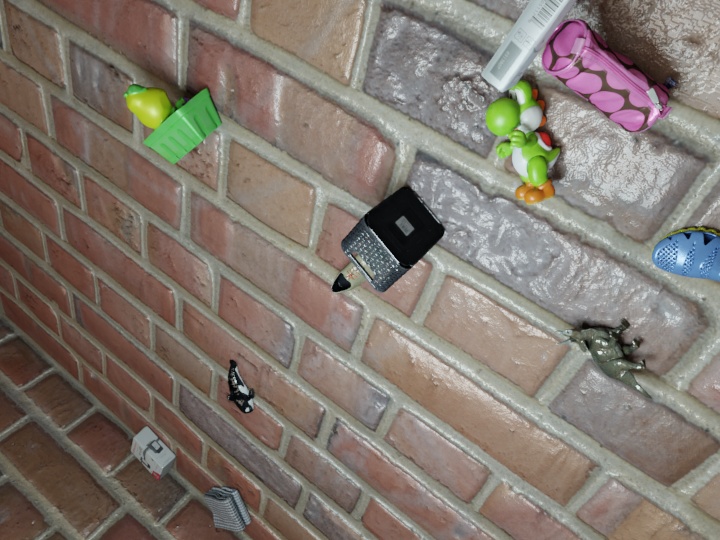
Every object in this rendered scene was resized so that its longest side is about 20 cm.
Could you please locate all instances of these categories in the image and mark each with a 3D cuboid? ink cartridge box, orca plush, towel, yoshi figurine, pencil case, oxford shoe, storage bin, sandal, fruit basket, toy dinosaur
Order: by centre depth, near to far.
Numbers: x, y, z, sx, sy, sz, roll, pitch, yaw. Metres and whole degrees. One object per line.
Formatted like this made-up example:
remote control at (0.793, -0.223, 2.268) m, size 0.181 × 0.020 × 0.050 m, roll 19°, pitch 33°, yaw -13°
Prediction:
pencil case at (0.361, -0.282, 0.768) m, size 0.196 × 0.094 × 0.092 m, roll 22°, pitch 116°, yaw -20°
ink cartridge box at (0.270, -0.357, 0.770) m, size 0.057 × 0.199 × 0.164 m, roll 44°, pitch 132°, yaw 11°
sandal at (0.567, -0.014, 0.828) m, size 0.196 × 0.087 × 0.081 m, roll 8°, pitch 121°, yaw 34°
yoshi figurine at (0.271, -0.218, 0.917) m, size 0.111 × 0.111 × 0.205 m, roll -2°, pitch 111°, yaw 43°
toy dinosaur at (0.480, 0.158, 1.009) m, size 0.200 × 0.077 × 0.102 m, roll 45°, pitch 144°, yaw 0°
storage bin at (0.069, -0.068, 1.079) m, size 0.136 × 0.199 × 0.094 m, roll 49°, pitch 132°, yaw 1°
oxford shoe at (0.000, 0.000, 1.253) m, size 0.071 × 0.075 × 0.200 m, roll 48°, pitch 132°, yaw 3°
fruit basket at (-0.483, -0.395, 1.327) m, size 0.210 × 0.157 × 0.219 m, roll 16°, pitch 136°, yaw 16°
orca plush at (-0.421, 0.411, 1.791) m, size 0.103 × 0.071 × 0.205 m, roll 14°, pitch 122°, yaw 29°
towel at (-0.567, 1.004, 2.219) m, size 0.197 × 0.085 × 0.169 m, roll -13°, pitch 106°, yaw 40°
ink cartridge box at (-0.949, 0.834, 2.402) m, size 0.199 × 0.083 × 0.146 m, roll 41°, pitch 131°, yaw 10°
